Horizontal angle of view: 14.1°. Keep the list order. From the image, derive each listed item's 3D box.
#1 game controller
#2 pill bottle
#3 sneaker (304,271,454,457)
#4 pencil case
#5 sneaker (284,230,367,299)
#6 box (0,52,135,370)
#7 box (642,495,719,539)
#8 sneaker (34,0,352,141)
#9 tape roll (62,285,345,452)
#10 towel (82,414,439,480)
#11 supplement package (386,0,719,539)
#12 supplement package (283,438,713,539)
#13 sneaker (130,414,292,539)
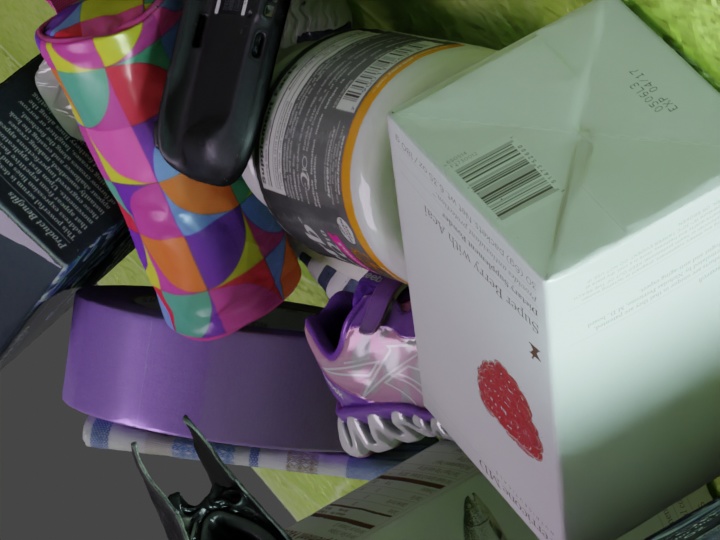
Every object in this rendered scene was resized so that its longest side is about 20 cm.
[{"bbox_3d":[-0.056,-0.141,1.447,0.104,0.042,0.201,16,93,61],"label":"game controller"},{"bbox_3d":[0.015,-0.057,1.408,0.117,0.116,0.200,67,163,-17],"label":"pill bottle"},{"bbox_3d":[0.038,0.035,1.470,0.200,0.080,0.089,-16,107,52],"label":"sneaker"},{"bbox_3d":[-0.101,-0.063,1.547,0.088,0.088,0.201,29,145,61],"label":"pencil case"},{"bbox_3d":[0.000,0.000,1.615,0.200,0.075,0.085,38,147,53],"label":"sneaker"},{"bbox_3d":[-0.185,-0.045,1.703,0.107,0.200,0.148,44,134,2],"label":"box"},{"bbox_3d":[0.151,0.163,1.214,0.118,0.196,0.200,61,164,6],"label":"box"},{"bbox_3d":[-0.074,-0.142,1.618,0.199,0.130,0.080,-21,112,36],"label":"sneaker"},{"bbox_3d":[-0.070,0.055,1.690,0.200,0.199,0.066,-160,78,-66],"label":"tape roll"},{"bbox_3d":[-0.055,0.099,1.713,0.147,0.199,0.024,-9,-75,-81],"label":"towel"},{"bbox_3d":[0.098,0.008,1.260,0.121,0.119,0.200,48,159,36],"label":"supplement package"},{"bbox_3d":[0.066,0.144,1.430,0.117,0.200,0.117,63,163,-8],"label":"supplement package"},{"bbox_3d":[-0.043,0.169,1.340,0.200,0.060,0.104,58,166,23],"label":"sneaker"}]
